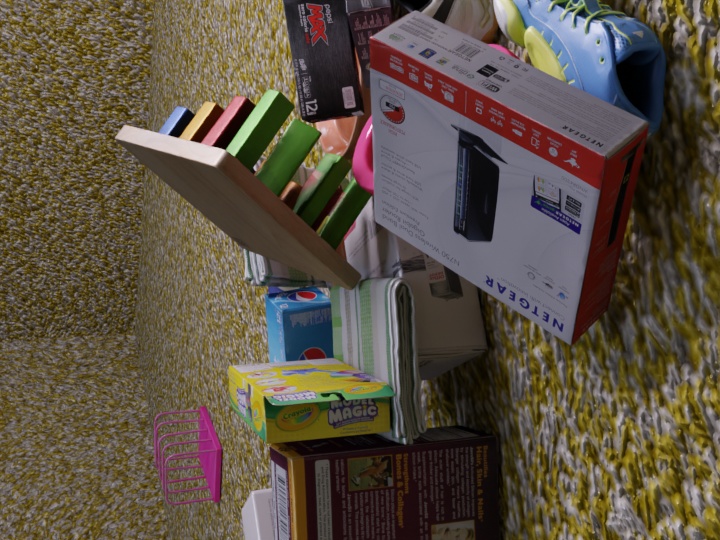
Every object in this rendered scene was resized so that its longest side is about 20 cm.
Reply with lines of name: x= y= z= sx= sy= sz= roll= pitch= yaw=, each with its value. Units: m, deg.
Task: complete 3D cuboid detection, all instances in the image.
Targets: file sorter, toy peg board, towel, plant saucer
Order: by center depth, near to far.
towel: x=0.013 y=0.082 z=0.959 sx=0.200 sy=0.031 sz=0.149 roll=173 pitch=95 yaw=-72
toy peg board: x=-0.098 y=-0.093 z=0.961 sx=0.199 sy=0.200 sz=0.098 roll=20 pitch=72 yaw=49
towel: x=-0.066 y=-0.054 z=1.181 sx=0.031 sy=0.200 sz=0.149 roll=-5 pitch=85 yaw=33
plant saucer: x=-0.019 y=-0.238 z=1.244 sx=0.200 sy=0.032 sz=0.200 roll=179 pitch=90 yaw=-71
file sorter: x=-0.399 y=0.422 z=2.261 sx=0.200 sy=0.125 sz=0.139 roll=-133 pitch=44 yaw=-61

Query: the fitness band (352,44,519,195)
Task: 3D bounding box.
fitness band: x=0.068 y=-0.127 z=0.875 sx=0.200 sy=0.037 sz=0.144 roll=-6 pitch=59 yaw=52

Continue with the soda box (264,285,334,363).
soda box: x=-0.064 y=0.124 z=1.132 sx=0.068 sy=0.064 sz=0.200 roll=-144 pitch=49 yaw=-62

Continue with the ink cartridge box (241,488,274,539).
ink cartridge box: x=-0.012 y=0.297 z=1.034 sx=0.084 sy=0.200 sz=0.145 roll=118 pitch=145 yaw=-60

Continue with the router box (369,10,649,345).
router box: x=0.096 y=-0.066 z=0.713 sx=0.200 sy=0.049 sz=0.180 roll=34 pitch=146 yaw=30

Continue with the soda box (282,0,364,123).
soda box: x=-0.042 y=-0.255 z=1.017 sx=0.071 sy=0.063 sz=0.200 roll=-56 pitch=-42 yaw=-82

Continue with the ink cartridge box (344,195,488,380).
ink cartridge box: x=0.049 y=0.005 z=0.999 sx=0.146 sy=0.085 sz=0.200 roll=136 pitch=130 yaw=-65

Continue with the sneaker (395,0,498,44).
sneaker: x=0.065 y=-0.289 z=0.915 sx=0.076 sy=0.088 sz=0.200 roll=115 pitch=148 yaw=-56

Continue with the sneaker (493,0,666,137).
sneaker: x=0.161 y=-0.167 z=0.690 sx=0.105 sy=0.076 sz=0.200 roll=-30 pitch=76 yaw=58

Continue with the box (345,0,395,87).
box: x=0.009 y=-0.301 z=1.027 sx=0.200 sy=0.049 sz=0.161 roll=60 pitch=-159 yaw=-79

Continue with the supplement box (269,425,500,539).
supplement box: x=0.023 y=0.211 z=0.919 sx=0.086 sy=0.200 sz=0.110 roll=179 pitch=89 yaw=-71

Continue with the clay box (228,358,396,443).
clay box: x=-0.049 y=0.120 z=0.920 sx=0.200 sy=0.115 sz=0.048 roll=-166 pitch=74 yaw=-73

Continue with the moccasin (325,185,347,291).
moccasin: x=0.000 y=0.000 z=1.113 sx=0.201 sy=0.078 sz=0.074 roll=65 pitch=-171 yaw=-2

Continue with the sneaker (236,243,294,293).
sneaker: x=-0.143 y=-0.041 z=1.493 sx=0.081 sy=0.115 sz=0.200 roll=-118 pitch=31 yaw=-52
